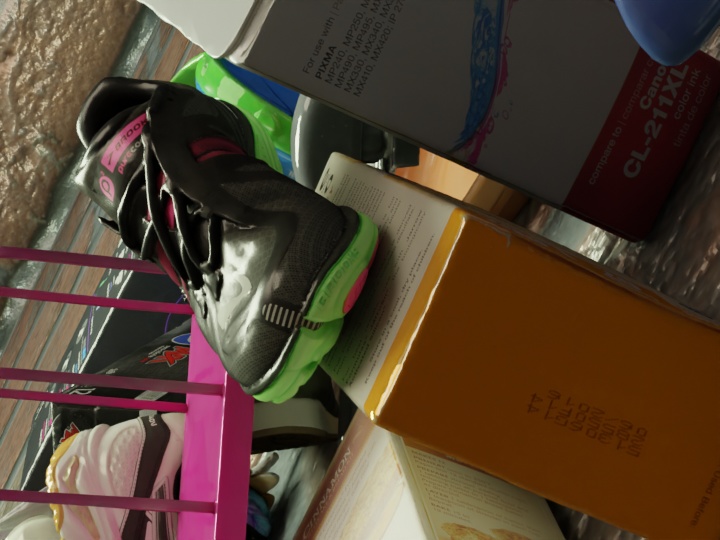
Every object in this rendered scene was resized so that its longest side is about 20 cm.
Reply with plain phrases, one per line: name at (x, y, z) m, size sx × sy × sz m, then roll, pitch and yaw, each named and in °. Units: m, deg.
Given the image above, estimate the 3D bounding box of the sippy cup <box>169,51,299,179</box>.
sippy cup at (-0.067, -0.051, 1.079) m, size 0.131 × 0.139 × 0.178 m, roll -58°, pitch 19°, yaw 15°

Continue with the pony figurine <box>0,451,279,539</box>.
pony figurine at (-0.151, 0.180, 1.026) m, size 0.199 × 0.167 × 0.193 m, roll -15°, pitch 25°, yaw 50°

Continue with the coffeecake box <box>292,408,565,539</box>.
coffeecake box at (0.015, 0.156, 0.628) m, size 0.154 × 0.073 × 0.200 m, roll -64°, pitch 15°, yaw 15°

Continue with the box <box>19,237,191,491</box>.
box at (-0.138, 0.072, 1.180) m, size 0.201 × 0.122 × 0.106 m, roll -60°, pitch 17°, yaw 21°

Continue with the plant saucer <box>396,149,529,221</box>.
plant saucer at (0.064, -0.082, 0.889) m, size 0.201 × 0.037 × 0.201 m, roll -56°, pitch 19°, yaw 30°

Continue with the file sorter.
file sorter at (-0.117, 0.097, 0.723) m, size 0.139 × 0.124 × 0.202 m, roll 149°, pitch 126°, yaw -75°

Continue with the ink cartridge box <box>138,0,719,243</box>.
ink cartridge box at (0.022, -0.100, 0.688) m, size 0.083 × 0.199 × 0.146 m, roll -63°, pitch 33°, yaw 9°

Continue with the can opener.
can opener at (0.000, 0.000, 0.822) m, size 0.053 × 0.066 × 0.202 m, roll -133°, pitch 41°, yaw -75°

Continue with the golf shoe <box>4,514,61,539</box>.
golf shoe at (-0.143, 0.195, 0.851) m, size 0.078 × 0.097 × 0.201 m, roll -27°, pitch 54°, yaw -1°

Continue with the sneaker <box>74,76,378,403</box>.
sneaker at (-0.057, -0.017, 0.603) m, size 0.077 × 0.083 × 0.200 m, roll -61°, pitch 30°, yaw 8°

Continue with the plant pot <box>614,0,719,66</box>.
plant pot at (0.156, -0.126, 0.372) m, size 0.200 × 0.179 × 0.201 m, roll -55°, pitch 18°, yaw 37°

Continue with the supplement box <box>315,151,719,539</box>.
supplement box at (0.049, 0.021, 0.615) m, size 0.074 × 0.125 × 0.200 m, roll -66°, pitch 16°, yaw 3°

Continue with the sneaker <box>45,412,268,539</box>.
sneaker at (-0.078, 0.165, 0.827) m, size 0.087 × 0.201 × 0.076 m, roll -20°, pitch 6°, yaw 7°

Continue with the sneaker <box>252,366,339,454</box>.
sneaker at (-0.045, 0.048, 0.894) m, size 0.200 × 0.067 × 0.091 m, roll 93°, pitch 169°, yaw -83°

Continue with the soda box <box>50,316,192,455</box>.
soda box at (-0.102, 0.081, 0.972) m, size 0.200 × 0.063 × 0.071 m, roll -32°, pitch -58°, yaw -69°
